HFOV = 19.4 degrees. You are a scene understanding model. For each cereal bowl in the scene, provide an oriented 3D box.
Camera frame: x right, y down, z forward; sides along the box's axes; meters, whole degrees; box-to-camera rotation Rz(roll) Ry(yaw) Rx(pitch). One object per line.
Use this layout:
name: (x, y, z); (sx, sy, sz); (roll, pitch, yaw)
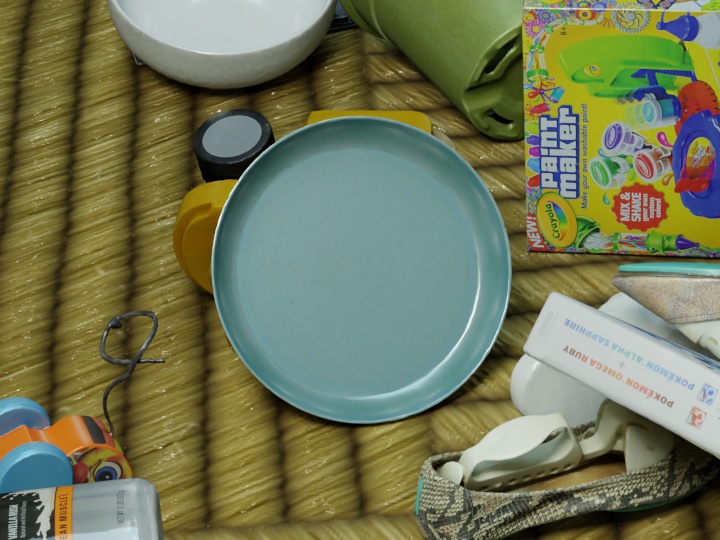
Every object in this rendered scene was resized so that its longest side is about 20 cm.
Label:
cereal bowl: (-0.117, -0.225, 1.779); (0.199, 0.084, 0.201); (1, 50, -2)

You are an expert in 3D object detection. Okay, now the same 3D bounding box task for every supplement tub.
supplement tub: (-0.205, 0.185, 1.160); (0.199, 0.123, 0.123); (-7, 34, -4)

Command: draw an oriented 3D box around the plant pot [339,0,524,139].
plant pot: (0.102, -0.208, 1.683); (0.199, 0.201, 0.190); (-14, 47, -15)

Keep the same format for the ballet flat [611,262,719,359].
ballet flat: (0.253, 0.026, 1.297); (0.199, 0.068, 0.068); (-1, -1, 16)

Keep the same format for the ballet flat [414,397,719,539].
ballet flat: (0.128, 0.115, 1.271); (0.199, 0.076, 0.068); (-12, 37, -12)

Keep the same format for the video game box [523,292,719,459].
video game box: (0.219, 0.084, 1.232); (0.182, 0.047, 0.200); (31, 6, 38)

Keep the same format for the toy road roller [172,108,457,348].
toy road roller: (-0.031, -0.021, 1.459); (0.199, 0.123, 0.146); (-1, 46, 11)

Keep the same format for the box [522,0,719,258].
box: (0.216, -0.125, 1.509); (0.192, 0.201, 0.122); (2, 35, 10)

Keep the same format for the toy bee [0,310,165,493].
toy bee: (-0.182, 0.131, 1.279); (0.199, 0.109, 0.131); (-24, 39, 16)

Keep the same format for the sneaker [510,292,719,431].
sneaker: (0.167, 0.050, 1.384); (0.199, 0.076, 0.088); (-18, 23, -30)

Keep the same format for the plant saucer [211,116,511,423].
plant saucer: (0.000, 0.000, 1.387); (0.199, 0.201, 0.027); (-11, -3, -10)

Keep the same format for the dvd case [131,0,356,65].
dvd case: (-0.116, -0.238, 1.881); (0.199, 0.016, 0.149); (-11, 36, -12)
